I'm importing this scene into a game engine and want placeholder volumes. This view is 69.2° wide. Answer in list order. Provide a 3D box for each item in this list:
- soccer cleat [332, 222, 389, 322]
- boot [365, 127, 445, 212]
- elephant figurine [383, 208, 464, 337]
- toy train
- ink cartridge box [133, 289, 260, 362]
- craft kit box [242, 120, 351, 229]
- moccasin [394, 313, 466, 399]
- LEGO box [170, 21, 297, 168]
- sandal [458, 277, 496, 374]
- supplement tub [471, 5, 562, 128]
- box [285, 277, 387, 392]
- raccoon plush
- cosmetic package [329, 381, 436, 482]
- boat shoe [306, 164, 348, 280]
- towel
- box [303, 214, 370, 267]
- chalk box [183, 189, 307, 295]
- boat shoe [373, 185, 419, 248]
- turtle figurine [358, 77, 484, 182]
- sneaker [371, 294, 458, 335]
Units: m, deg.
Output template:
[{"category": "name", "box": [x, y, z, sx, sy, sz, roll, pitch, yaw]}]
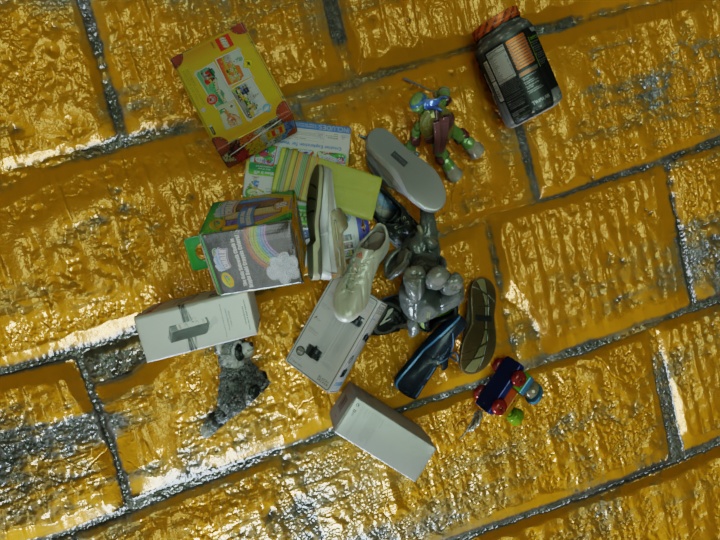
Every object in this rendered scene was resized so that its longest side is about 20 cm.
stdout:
[{"category": "soccer cleat", "box": [0.000, 0.000, 0.966, 0.068, 0.078, 0.202, 19, 60, 14]}, {"category": "boot", "box": [0.084, -0.179, 1.003, 0.073, 0.096, 0.201, -37, 79, -10]}, {"category": "elephant figurine", "box": [0.116, -0.014, 0.999, 0.153, 0.202, 0.142, -25, 135, 8]}, {"category": "toy train", "box": [0.300, 0.297, 1.112, 0.115, 0.085, 0.202, 36, 88, -24]}, {"category": "ink cartridge box", "box": [-0.291, 0.089, 0.959, 0.196, 0.144, 0.086, -13, 97, -8]}, {"category": "craft kit box", "box": [-0.120, -0.181, 0.993, 0.195, 0.049, 0.202, 5, 79, -7]}, {"category": "moccasin", "box": [0.154, 0.179, 1.080, 0.068, 0.080, 0.201, 41, 101, 0]}, {"category": "LEGO box", "box": [-0.226, -0.315, 0.941, 0.147, 0.077, 0.203, -28, 80, -6]}, {"category": "sandal", "box": [0.243, 0.117, 1.101, 0.079, 0.054, 0.205, 11, 79, -16]}, {"category": "supplement tub", "box": [0.304, -0.398, 1.028, 0.121, 0.122, 0.203, -28, 98, -6]}, {"category": "box", "box": [-0.046, 0.121, 1.021, 0.115, 0.060, 0.203, 29, 90, 21]}, {"category": "raccoon plush", "box": [-0.270, 0.216, 1.005, 0.199, 0.097, 0.135, -41, 92, -4]}, {"category": "cosmetic package", "box": [0.043, 0.321, 1.053, 0.198, 0.108, 0.086, 36, 89, -9]}, {"category": "boat shoe", "box": [-0.058, -0.085, 0.935, 0.067, 0.075, 0.205, -1, 102, -19]}, {"category": "towel", "box": [-0.062, -0.159, 0.970, 0.196, 0.018, 0.088, 16, 86, -6]}, {"category": "box", "box": [-0.080, -0.074, 1.034, 0.196, 0.041, 0.122, -10, 95, -10]}, {"category": "chalk box", "box": [-0.201, -0.046, 0.908, 0.195, 0.125, 0.127, -7, 121, 2]}, {"category": "boat shoe", "box": [0.065, -0.103, 1.045, 0.200, 0.057, 0.069, 43, 88, -11]}, {"category": "turtle figurine", "box": [0.141, -0.281, 1.036, 0.193, 0.198, 0.146, 40, 64, -29]}, {"category": "sneaker", "box": [0.106, 0.087, 1.054, 0.195, 0.083, 0.072, -12, 107, -7]}]
